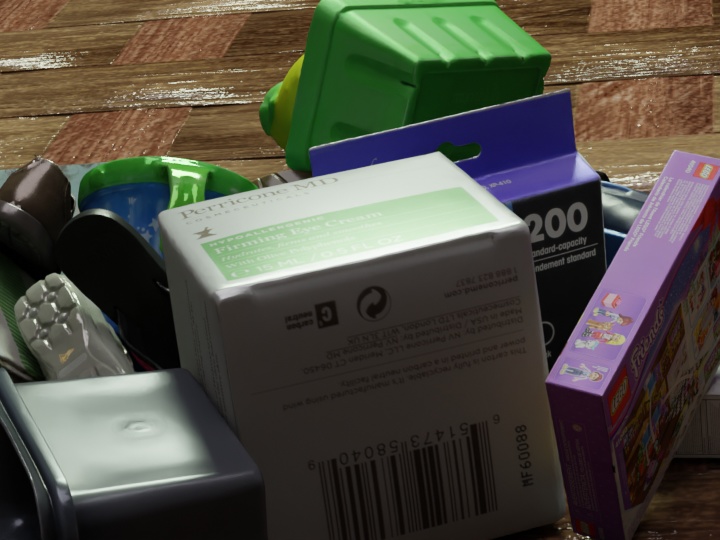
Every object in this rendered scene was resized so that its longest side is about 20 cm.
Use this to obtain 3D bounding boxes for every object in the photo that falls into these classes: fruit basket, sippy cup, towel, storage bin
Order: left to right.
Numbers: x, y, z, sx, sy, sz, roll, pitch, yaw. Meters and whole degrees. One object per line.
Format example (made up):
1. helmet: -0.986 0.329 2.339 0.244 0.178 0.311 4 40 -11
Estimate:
1. towel: -0.271 0.017 1.677 0.023 0.200 0.153 -39 51 14
2. storage bin: -0.137 0.140 1.403 0.134 0.146 0.200 -9 24 -17
3. sippy cup: -0.140 0.004 1.746 0.139 0.131 0.178 -6 -23 22
4. fruit basket: 0.012 -0.139 1.853 0.214 0.156 0.216 12 18 -4

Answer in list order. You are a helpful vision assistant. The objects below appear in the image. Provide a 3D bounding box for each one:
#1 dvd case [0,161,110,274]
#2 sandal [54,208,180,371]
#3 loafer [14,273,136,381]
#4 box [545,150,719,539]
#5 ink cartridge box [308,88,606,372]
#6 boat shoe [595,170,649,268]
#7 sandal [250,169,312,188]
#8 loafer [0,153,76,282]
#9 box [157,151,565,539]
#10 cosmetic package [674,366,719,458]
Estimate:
1. dvd case: -0.273 -0.019 1.913 0.199 0.022 0.147 -2 54 18
2. sandal: -0.126 0.041 1.636 0.075 0.200 0.045 -42 20 16
3. loafer: -0.173 0.084 1.629 0.070 0.070 0.200 -34 48 10
4. box: 0.174 0.045 1.470 0.039 0.137 0.200 13 50 25
5. ink cartridge box: 0.071 -0.003 1.632 0.197 0.201 0.043 -15 20 -20
6. boat shoe: 0.174 -0.039 1.875 0.199 0.084 0.069 25 55 32
7. sandal: -0.074 -0.028 1.871 0.199 0.054 0.081 -8 56 9
8. loafer: -0.233 -0.036 1.786 0.071 0.073 0.200 -57 6 -12
9. box: -0.002 0.058 1.498 0.198 0.201 0.171 -13 20 -13
10. cosmetic package: 0.229 0.061 1.627 0.082 0.051 0.200 1 23 14
